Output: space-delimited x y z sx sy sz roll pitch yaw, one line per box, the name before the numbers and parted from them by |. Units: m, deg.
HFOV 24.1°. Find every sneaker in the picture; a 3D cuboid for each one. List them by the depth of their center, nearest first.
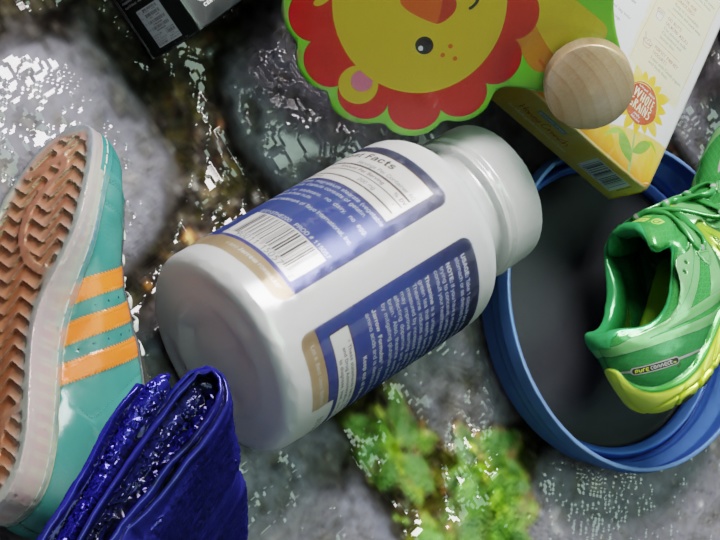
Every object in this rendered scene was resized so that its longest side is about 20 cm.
sneaker | -0.140 0.032 0.817 0.080 0.071 0.202 30 60 -45
sneaker | 0.193 -0.015 0.987 0.083 0.074 0.201 41 63 -25

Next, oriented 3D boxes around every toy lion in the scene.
toy lion | 0.058 -0.163 0.861 0.189 0.069 0.202 11 115 -6

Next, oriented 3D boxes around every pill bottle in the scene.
pill bottle | 0.000 0.000 0.882 0.199 0.111 0.112 -31 99 -33

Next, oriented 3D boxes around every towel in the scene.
towel | -0.104 0.139 0.755 0.049 0.201 0.148 26 63 14

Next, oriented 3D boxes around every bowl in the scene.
bowl | 0.156 0.021 1.024 0.199 0.039 0.203 6 79 -33

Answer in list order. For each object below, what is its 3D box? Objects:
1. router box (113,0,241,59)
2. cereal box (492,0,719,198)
router box | -0.075 -0.232 0.903 0.200 0.062 0.150 -43 104 -31
cereal box | 0.146 -0.165 0.992 0.143 0.039 0.201 37 65 -21
